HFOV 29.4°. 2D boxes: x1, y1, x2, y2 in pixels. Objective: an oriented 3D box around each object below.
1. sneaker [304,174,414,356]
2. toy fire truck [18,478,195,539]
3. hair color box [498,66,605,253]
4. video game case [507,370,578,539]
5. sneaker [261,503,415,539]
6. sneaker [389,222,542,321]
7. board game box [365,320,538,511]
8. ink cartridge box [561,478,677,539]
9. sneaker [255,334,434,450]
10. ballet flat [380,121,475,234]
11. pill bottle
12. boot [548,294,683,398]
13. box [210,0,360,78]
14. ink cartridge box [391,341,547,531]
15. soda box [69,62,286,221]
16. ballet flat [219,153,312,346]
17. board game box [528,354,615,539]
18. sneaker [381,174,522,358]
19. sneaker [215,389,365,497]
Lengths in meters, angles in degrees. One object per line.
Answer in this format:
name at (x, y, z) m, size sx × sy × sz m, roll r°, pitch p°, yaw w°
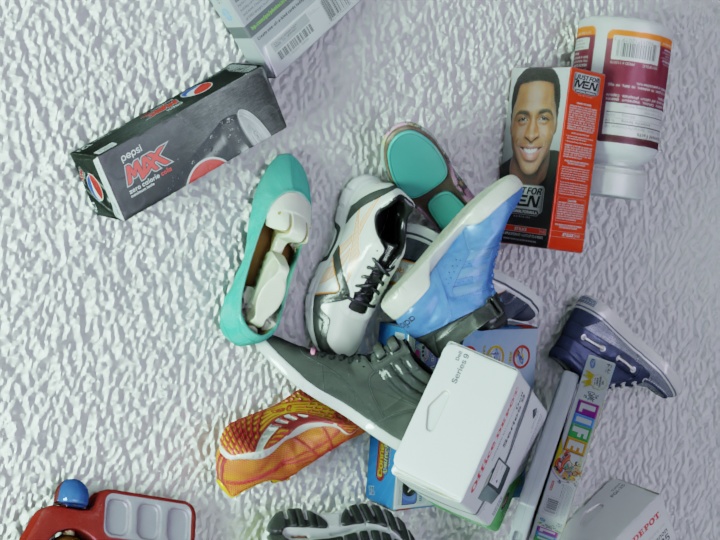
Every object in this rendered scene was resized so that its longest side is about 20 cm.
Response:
sneaker at (0.000, 0.000, 1.441) m, size 0.073 × 0.080 × 0.203 m, roll 13°, pitch 91°, yaw -39°
toy fire truck at (-0.246, 0.288, 1.296) m, size 0.198 × 0.111 × 0.171 m, roll 18°, pitch 62°, yaw -37°
hair color box at (0.213, -0.127, 1.566) m, size 0.061 × 0.101 × 0.204 m, roll 6°, pitch 92°, yaw -36°
video game case at (0.197, 0.243, 1.552) m, size 0.184 × 0.022 × 0.201 m, roll 97°, pitch 15°, yaw -45°
sneaker at (-0.028, 0.303, 1.466) m, size 0.197 × 0.079 × 0.091 m, roll 12°, pitch 132°, yaw -27°
sneaker at (0.111, 0.026, 1.528) m, size 0.198 × 0.078 × 0.080 m, roll 28°, pitch 75°, yaw -24°
board game box at (0.105, 0.159, 1.555) m, size 0.194 × 0.056 × 0.204 m, roll 2°, pitch 96°, yaw -37°
ink cartridge box at (0.337, 0.392, 1.742) m, size 0.146 × 0.082 × 0.202 m, roll -37°, pitch 117°, yaw -26°
sneaker at (-0.006, 0.095, 1.409) m, size 0.198 × 0.071 × 0.100 m, roll 32°, pitch 94°, yaw 0°
ballet flat at (0.076, -0.101, 1.490) m, size 0.069 × 0.072 × 0.200 m, roll -31°, pitch 130°, yaw 14°
pill bottle at (0.298, -0.188, 1.612) m, size 0.113 × 0.114 × 0.203 m, roll 6°, pitch 93°, yaw -36°
boot at (0.314, 0.122, 1.704) m, size 0.199 × 0.073 × 0.091 m, roll 40°, pitch 80°, yaw -25°
box at (-0.091, -0.317, 1.352) m, size 0.156 × 0.041 × 0.201 m, roll -46°, pitch 121°, yaw -23°
ink cartridge box at (0.117, 0.176, 1.422) m, size 0.148 × 0.083 × 0.200 m, roll -65°, pitch 158°, yaw -10°
soda box at (-0.170, -0.124, 1.307) m, size 0.199 × 0.063 × 0.072 m, roll -34°, pitch 115°, yaw -27°
ballet flat at (-0.083, -0.018, 1.382) m, size 0.067 × 0.070 × 0.203 m, roll 22°, pitch 83°, yaw -35°
board game box at (0.240, 0.215, 1.570) m, size 0.135 × 0.034 × 0.202 m, roll 88°, pitch 22°, yaw -62°
sneaker at (0.125, 0.002, 1.442) m, size 0.111 × 0.077 × 0.200 m, roll 44°, pitch 78°, yaw -5°
sneaker at (-0.071, 0.176, 1.432) m, size 0.198 × 0.073 × 0.078 m, roll -14°, pitch 132°, yaw -36°
